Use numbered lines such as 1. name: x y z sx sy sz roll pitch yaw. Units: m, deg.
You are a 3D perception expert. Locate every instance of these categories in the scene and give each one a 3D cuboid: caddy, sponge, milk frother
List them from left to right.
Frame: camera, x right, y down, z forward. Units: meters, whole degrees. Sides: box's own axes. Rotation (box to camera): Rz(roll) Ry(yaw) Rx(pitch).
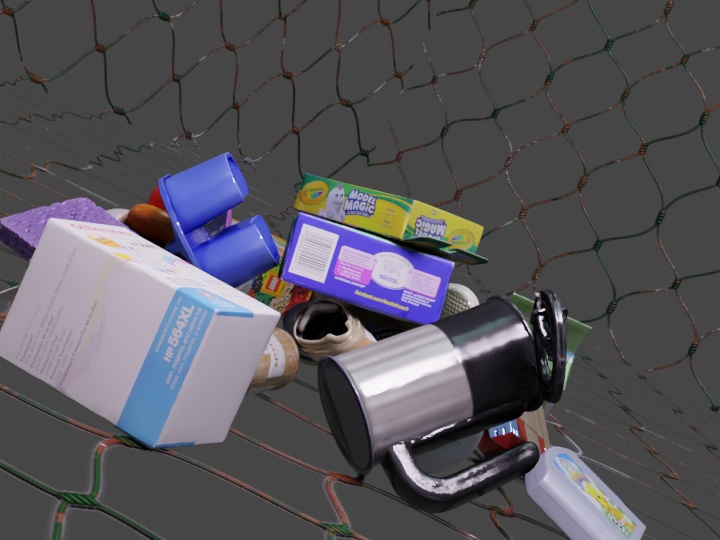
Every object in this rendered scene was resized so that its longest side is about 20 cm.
1. sponge: -0.294 -0.020 1.655 0.111 0.030 0.200 -19 35 -36
2. caddy: -0.159 -0.044 1.621 0.200 0.105 0.142 -105 170 -84
3. milk frother: 0.082 0.096 1.392 0.187 0.201 0.181 -19 49 -20

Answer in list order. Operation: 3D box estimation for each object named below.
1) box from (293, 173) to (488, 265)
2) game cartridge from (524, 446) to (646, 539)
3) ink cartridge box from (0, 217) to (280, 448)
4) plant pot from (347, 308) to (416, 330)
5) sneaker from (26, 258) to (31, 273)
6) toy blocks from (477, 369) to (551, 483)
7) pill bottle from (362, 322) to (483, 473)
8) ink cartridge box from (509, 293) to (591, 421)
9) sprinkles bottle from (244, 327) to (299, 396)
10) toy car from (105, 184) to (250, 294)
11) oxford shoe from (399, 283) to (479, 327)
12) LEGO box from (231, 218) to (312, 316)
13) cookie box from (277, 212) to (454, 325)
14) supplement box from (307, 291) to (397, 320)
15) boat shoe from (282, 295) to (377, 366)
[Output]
1. box: 0.036 -0.052 1.610 0.117 0.049 0.200 19 1 -45
2. game cartridge: 0.229 0.240 1.571 0.133 0.041 0.200 42 10 11
3. ink cartridge box: -0.195 0.046 1.278 0.199 0.126 0.128 28 7 20
4. plant pot: 0.038 0.109 1.785 0.199 0.028 0.200 21 -25 10
5. sneaker: -0.246 0.029 1.468 0.114 0.073 0.200 -11 23 -43
6. toy blocks: 0.161 0.171 1.669 0.100 0.137 0.200 -18 -27 18
7. pill bottle: 0.041 0.125 1.608 0.112 0.112 0.200 21 7 -30
8. ink cartridge box: 0.186 0.127 1.819 0.103 0.200 0.059 25 46 0
9. sprinkles bottle: -0.119 0.089 1.484 0.068 0.069 0.200 26 6 14
10. toy car: -0.212 -0.038 1.796 0.174 0.151 0.200 26 6 14
11. oxford shoe: 0.095 0.060 1.761 0.057 0.076 0.200 -11 -14 -23
12. LEGO box: -0.140 -0.004 2.138 0.149 0.077 0.200 20 8 -36
13. cookie box: 0.000 0.000 1.629 0.170 0.076 0.200 18 -2 -4
14. supplement box: -0.001 0.024 1.842 0.103 0.131 0.200 24 -24 -1
15. boat shoe: -0.034 0.061 1.590 0.069 0.075 0.200 58 -16 -26
